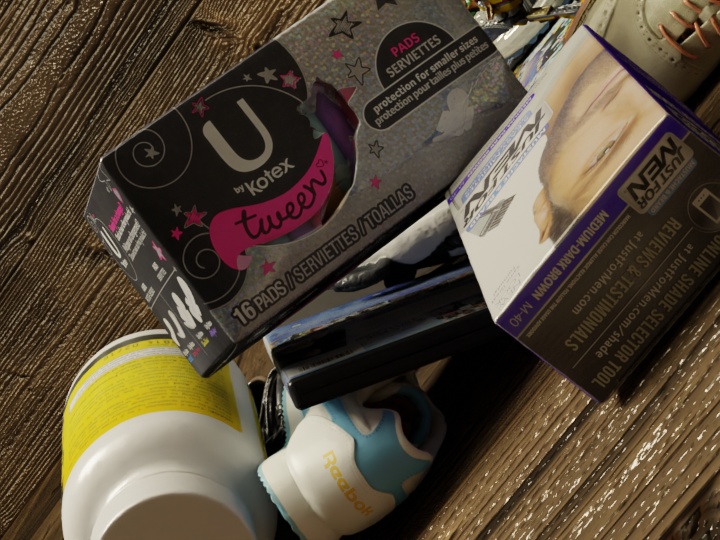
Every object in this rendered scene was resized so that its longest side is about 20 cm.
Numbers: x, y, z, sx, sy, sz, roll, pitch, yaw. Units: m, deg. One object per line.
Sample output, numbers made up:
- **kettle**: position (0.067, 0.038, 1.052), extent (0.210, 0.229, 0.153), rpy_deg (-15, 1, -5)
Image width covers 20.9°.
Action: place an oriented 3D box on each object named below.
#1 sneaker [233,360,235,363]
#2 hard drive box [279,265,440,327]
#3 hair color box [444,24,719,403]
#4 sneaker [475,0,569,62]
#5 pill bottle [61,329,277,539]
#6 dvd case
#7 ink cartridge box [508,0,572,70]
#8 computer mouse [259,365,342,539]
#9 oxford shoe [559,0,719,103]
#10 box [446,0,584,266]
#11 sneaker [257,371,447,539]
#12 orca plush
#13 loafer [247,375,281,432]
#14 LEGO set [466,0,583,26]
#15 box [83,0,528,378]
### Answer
- **sneaker**: position (-0.105, 0.098, 1.242), extent (0.200, 0.077, 0.140), rpy_deg (106, 154, -58)
- **hard drive box**: position (-0.001, -0.055, 1.350), extent (0.200, 0.077, 0.156), rpy_deg (-36, 33, 52)
- **hair color box**: position (0.101, -0.032, 0.851), extent (0.109, 0.065, 0.200), rpy_deg (-51, 15, 11)
- **sneaker**: position (0.111, -0.215, 1.249), extent (0.200, 0.085, 0.077), rpy_deg (-48, 10, 34)
- **pill bottle**: position (-0.101, 0.113, 1.022), extent (0.111, 0.111, 0.200), rpy_deg (-54, 17, 9)
- **dvd case**: position (0.023, 0.028, 1.017), extent (0.142, 0.018, 0.200), rpy_deg (-20, 6, -4)
- **ink cartridge box**: position (0.158, -0.201, 1.362), extent (0.196, 0.043, 0.200), rpy_deg (-50, 11, 38)
- **computer mouse**: position (-0.044, 0.114, 1.088), extent (0.059, 0.034, 0.200), rpy_deg (-48, 27, 23)
- **oxford shoe**: position (0.160, -0.132, 0.957), extent (0.200, 0.071, 0.074), rpy_deg (-56, 12, 1)
- **box**: position (0.115, -0.099, 1.192), extent (0.137, 0.040, 0.200), rpy_deg (-48, 10, 39)
- **sneaker**: position (0.005, 0.083, 1.019), extent (0.081, 0.077, 0.200), rpy_deg (-34, 11, 11)
- **orca plush**: position (0.000, 0.000, 1.144), extent (0.200, 0.071, 0.105), rpy_deg (-27, 35, 17)
- **loafer**: position (-0.043, 0.104, 1.202), extent (0.072, 0.063, 0.200), rpy_deg (-55, 8, -2)
- **LEGO set**: position (0.155, -0.192, 1.093), extent (0.200, 0.116, 0.154), rpy_deg (-23, 36, 26)
- **box**: position (-0.029, -0.055, 0.996), extent (0.200, 0.115, 0.132), rpy_deg (-38, -2, -16)
